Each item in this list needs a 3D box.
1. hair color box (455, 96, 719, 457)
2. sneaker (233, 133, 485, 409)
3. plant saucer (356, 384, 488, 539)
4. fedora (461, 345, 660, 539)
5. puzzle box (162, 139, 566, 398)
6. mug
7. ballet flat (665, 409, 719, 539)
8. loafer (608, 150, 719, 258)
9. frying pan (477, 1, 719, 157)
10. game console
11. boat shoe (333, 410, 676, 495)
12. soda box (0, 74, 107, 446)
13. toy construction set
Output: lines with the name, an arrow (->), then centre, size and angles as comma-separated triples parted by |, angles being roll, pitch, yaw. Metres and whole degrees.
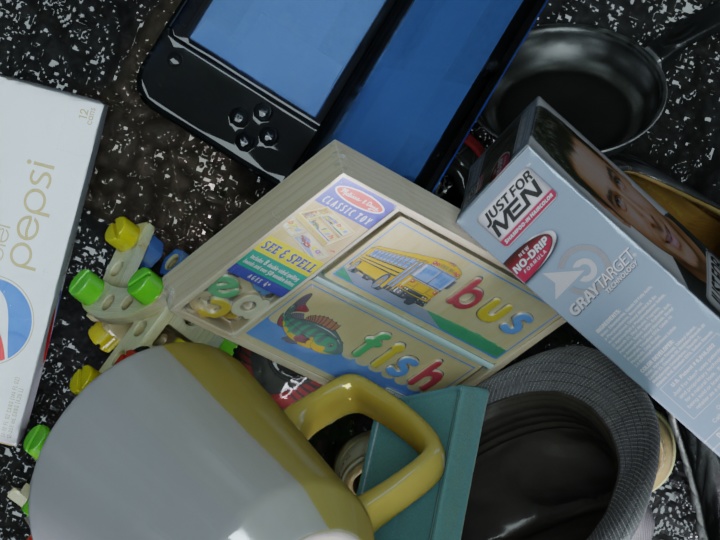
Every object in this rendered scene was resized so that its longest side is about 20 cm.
hair color box -> 0.146, 0.004, 1.482 | 0.200, 0.099, 0.061 | 41, 108, -8
sneaker -> 0.000, 0.000, 1.555 | 0.071, 0.098, 0.200 | 42, 91, -6
plant saucer -> 0.020, 0.144, 1.464 | 0.070, 0.200, 0.019 | -14, 136, 30
fedora -> 0.090, 0.146, 1.494 | 0.200, 0.177, 0.090 | -41, 129, -2
puzzle box -> 0.010, 0.012, 1.485 | 0.133, 0.025, 0.200 | -38, 136, 27
mug -> -0.060, 0.121, 1.431 | 0.187, 0.153, 0.149 | -53, 135, -3
ballet flat -> 0.211, 0.103, 1.571 | 0.066, 0.057, 0.201 | -13, 105, 17
loafer -> 0.200, -0.003, 1.578 | 0.200, 0.072, 0.073 | 28, 90, -5
frying pan -> 0.138, -0.120, 1.584 | 0.115, 0.031, 0.190 | 26, 50, 26
game console -> -0.003, -0.145, 1.524 | 0.170, 0.118, 0.200 | 32, 79, -4
boat shoe -> 0.085, 0.116, 1.581 | 0.199, 0.063, 0.074 | -9, 92, -3
soda box -> -0.199, -0.006, 1.560 | 0.068, 0.064, 0.201 | 14, 92, -4
toy construction set -> -0.142, 0.075, 1.539 | 0.092, 0.131, 0.201 | 22, 94, -31
